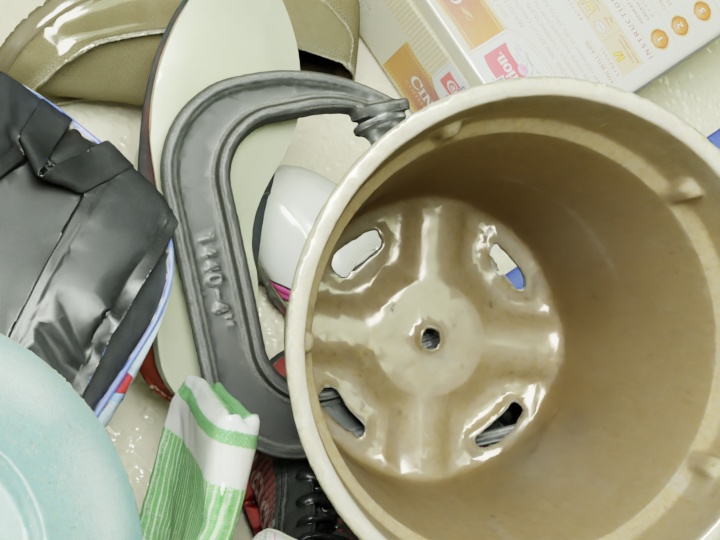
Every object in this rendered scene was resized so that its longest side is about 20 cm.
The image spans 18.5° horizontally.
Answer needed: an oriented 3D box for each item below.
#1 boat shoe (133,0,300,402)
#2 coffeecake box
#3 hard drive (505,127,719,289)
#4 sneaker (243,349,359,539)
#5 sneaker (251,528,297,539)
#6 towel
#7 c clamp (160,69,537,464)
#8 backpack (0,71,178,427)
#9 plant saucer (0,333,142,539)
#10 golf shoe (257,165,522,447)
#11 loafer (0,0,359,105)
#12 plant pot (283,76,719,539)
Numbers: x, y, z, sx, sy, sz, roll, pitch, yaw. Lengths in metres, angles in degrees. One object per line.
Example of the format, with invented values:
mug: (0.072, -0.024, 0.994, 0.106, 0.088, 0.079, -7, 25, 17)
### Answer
boat shoe: (-0.072, -0.037, 1.023, 0.071, 0.063, 0.201, 5, 90, -18)
coffeecake box: (0.100, -0.155, 1.167, 0.200, 0.073, 0.154, -33, 88, -29)
hard drive: (0.160, 0.024, 1.161, 0.200, 0.025, 0.132, -33, 88, -29)
sneaker: (-0.013, 0.125, 1.009, 0.070, 0.098, 0.202, 5, 69, -20)
sneaker: (-0.043, 0.169, 0.923, 0.081, 0.200, 0.089, 20, 60, -11)
towel: (-0.086, 0.146, 0.903, 0.023, 0.153, 0.201, 19, 90, -12)
c clamp: (0.000, 0.000, 1.002, 0.170, 0.027, 0.201, -18, 93, -13)
backpack: (-0.177, 0.018, 0.941, 0.200, 0.154, 0.191, 43, 70, -11)
plant saucer: (-0.172, 0.109, 0.819, 0.200, 0.039, 0.202, 5, 77, -20)
golf shoe: (0.027, 0.018, 1.067, 0.200, 0.092, 0.073, 44, 62, -3)
loafer: (-0.079, -0.107, 1.069, 0.199, 0.076, 0.068, -16, 73, -28)
plant pot: (0.050, 0.028, 0.905, 0.199, 0.183, 0.202, 0, 90, -13)
